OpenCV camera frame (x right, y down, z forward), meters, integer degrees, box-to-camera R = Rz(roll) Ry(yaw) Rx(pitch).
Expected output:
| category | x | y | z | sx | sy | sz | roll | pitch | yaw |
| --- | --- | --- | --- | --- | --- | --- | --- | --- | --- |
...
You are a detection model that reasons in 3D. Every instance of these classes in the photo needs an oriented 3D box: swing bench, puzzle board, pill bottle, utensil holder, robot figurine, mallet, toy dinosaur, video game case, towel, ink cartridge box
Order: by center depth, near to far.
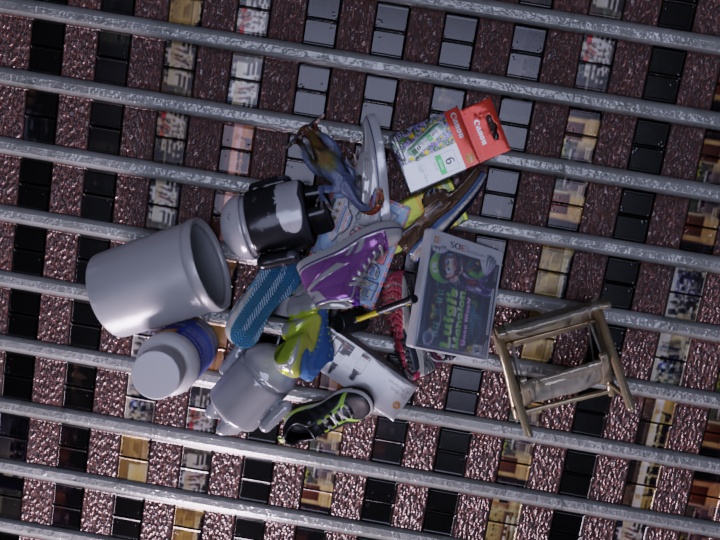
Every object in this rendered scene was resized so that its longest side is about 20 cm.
| category | x | y | z | sx | sy | sz | roll | pitch | yaw |
| --- | --- | --- | --- | --- | --- | --- | --- | --- | --- |
| toy dinosaur | -0.031 | -0.177 | 1.086 | 0.105 | 0.200 | 0.182 | -37 | 108 | 18 |
| video game case | 0.168 | 0.046 | 1.103 | 0.181 | 0.023 | 0.202 | 14 | 83 | -34 |
| mallet | 0.036 | 0.073 | 1.117 | 0.199 | 0.065 | 0.042 | -22 | 77 | 42 |
| pill bottle | -0.329 | 0.155 | 1.125 | 0.111 | 0.200 | 0.113 | 0 | 97 | 2 |
| utensil holder | -0.354 | 0.017 | 1.128 | 0.198 | 0.170 | 0.172 | -18 | 96 | 7 |
| robot figurine | -0.149 | -0.089 | 1.128 | 0.198 | 0.151 | 0.126 | -13 | 113 | 4 |
| ink cartridge box | 0.160 | -0.225 | 1.128 | 0.198 | 0.050 | 0.110 | -23 | 91 | 5 |
| swing bench | 0.356 | 0.165 | 1.140 | 0.197 | 0.130 | 0.202 | -15 | 91 | 5 |
| puzzle board | -0.011 | -0.047 | 1.167 | 0.149 | 0.017 | 0.202 | 21 | 97 | 5 |
| towel | 0.094 | -0.090 | 1.171 | 0.198 | 0.018 | 0.087 | -25 | 90 | 6 |
| robot figurine | -0.197 | 0.214 | 1.172 | 0.200 | 0.113 | 0.170 | -47 | 69 | 8 |

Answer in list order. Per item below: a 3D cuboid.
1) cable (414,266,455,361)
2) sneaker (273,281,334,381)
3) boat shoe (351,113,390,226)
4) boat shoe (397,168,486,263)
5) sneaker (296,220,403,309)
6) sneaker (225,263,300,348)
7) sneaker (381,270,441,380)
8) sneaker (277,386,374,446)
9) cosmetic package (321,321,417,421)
| category | x | y | z | sx | sy | sz | roll | pitch | yaw |
| --- | --- | --- | --- | --- | --- | --- | --- | --- | --- |
| cable | 0.166 | 0.054 | 1.138 | 0.162 | 0.051 | 0.202 | -19 | 98 | -28 |
| sneaker | -0.087 | 0.107 | 1.142 | 0.105 | 0.075 | 0.201 | 44 | 57 | -39 |
| boat shoe | 0.012 | -0.177 | 1.120 | 0.065 | 0.074 | 0.202 | -6 | 81 | -2 |
| boat shoe | 0.140 | -0.110 | 1.122 | 0.072 | 0.072 | 0.200 | 42 | 92 | 10 |
| sneaker | 0.000 | 0.000 | 1.097 | 0.199 | 0.073 | 0.115 | -28 | 65 | 0 |
| sneaker | -0.182 | 0.046 | 1.168 | 0.076 | 0.081 | 0.201 | 42 | 76 | -23 |
| sneaker | 0.093 | 0.096 | 1.170 | 0.074 | 0.080 | 0.202 | -18 | 102 | -23 |
| sneaker | -0.063 | 0.281 | 1.169 | 0.199 | 0.083 | 0.072 | -24 | 111 | 23 |
| cosmetic package | 0.003 | 0.190 | 1.192 | 0.199 | 0.051 | 0.083 | 34 | 98 | -2 |
